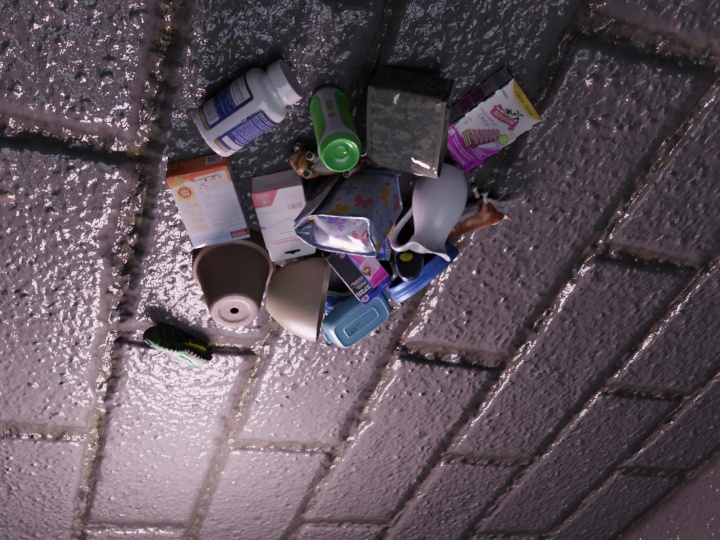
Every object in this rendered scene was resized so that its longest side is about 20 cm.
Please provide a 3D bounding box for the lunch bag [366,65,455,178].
[{"bbox_3d":[0.097,-0.290,1.391,0.161,0.118,0.202,13,132,10],"label":"lunch bag"}]

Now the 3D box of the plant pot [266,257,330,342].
[{"bbox_3d":[-0.152,0.060,1.641,0.132,0.202,0.202,9,133,2],"label":"plant pot"}]

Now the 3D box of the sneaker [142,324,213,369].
[{"bbox_3d":[-0.486,0.211,1.794,0.085,0.079,0.199,-37,130,23],"label":"sneaker"}]

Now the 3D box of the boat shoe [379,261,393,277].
[{"bbox_3d":[-0.012,-0.008,1.695,0.201,0.076,0.075,27,129,-33],"label":"boat shoe"}]

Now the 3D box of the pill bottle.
[{"bbox_3d":[-0.213,-0.318,1.327,0.198,0.112,0.111,-29,132,16],"label":"pill bottle"}]

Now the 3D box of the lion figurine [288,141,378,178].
[{"bbox_3d":[-0.057,-0.223,1.423,0.196,0.123,0.074,6,100,5],"label":"lion figurine"}]

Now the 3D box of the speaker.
[{"bbox_3d":[-0.051,-0.279,1.335,0.087,0.202,0.089,-6,133,-7],"label":"speaker"}]

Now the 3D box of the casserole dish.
[{"bbox_3d":[-0.004,0.121,1.730,0.199,0.039,0.122,-35,127,-3],"label":"casserole dish"}]

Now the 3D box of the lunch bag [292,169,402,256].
[{"bbox_3d":[-0.032,-0.131,1.453,0.197,0.170,0.129,8,134,27],"label":"lunch bag"}]

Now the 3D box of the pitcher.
[{"bbox_3d":[0.150,-0.133,1.543,0.170,0.204,0.121,8,170,40],"label":"pitcher"}]

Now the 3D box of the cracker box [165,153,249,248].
[{"bbox_3d":[-0.329,-0.150,1.499,0.131,0.058,0.202,-11,133,-1],"label":"cracker box"}]

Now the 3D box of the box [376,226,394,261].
[{"bbox_3d":[0.042,-0.116,1.609,0.069,0.065,0.202,-2,134,-10],"label":"box"}]

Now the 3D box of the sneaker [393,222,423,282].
[{"bbox_3d":[0.112,-0.027,1.612,0.065,0.202,0.079,-8,128,1],"label":"sneaker"}]

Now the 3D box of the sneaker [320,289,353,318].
[{"bbox_3d":[-0.069,0.102,1.765,0.196,0.090,0.079,-5,149,-6],"label":"sneaker"}]

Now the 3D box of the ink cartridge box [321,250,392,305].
[{"bbox_3d":[0.000,0.000,1.622,0.094,0.037,0.201,-39,128,0],"label":"ink cartridge box"}]

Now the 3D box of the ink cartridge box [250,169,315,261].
[{"bbox_3d":[-0.171,-0.122,1.554,0.114,0.068,0.202,-10,133,-2],"label":"ink cartridge box"}]

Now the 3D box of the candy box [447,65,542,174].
[{"bbox_3d":[0.268,-0.318,1.468,0.199,0.062,0.136,-36,130,20],"label":"candy box"}]

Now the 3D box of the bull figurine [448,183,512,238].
[{"bbox_3d":[0.270,-0.141,1.636,0.197,0.066,0.122,-23,130,6],"label":"bull figurine"}]

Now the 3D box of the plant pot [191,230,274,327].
[{"bbox_3d":[-0.293,0.032,1.599,0.196,0.176,0.202,-7,135,-7],"label":"plant pot"}]

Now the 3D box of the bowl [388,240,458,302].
[{"bbox_3d":[0.150,0.000,1.667,0.200,0.201,0.040,-38,95,22],"label":"bowl"}]
